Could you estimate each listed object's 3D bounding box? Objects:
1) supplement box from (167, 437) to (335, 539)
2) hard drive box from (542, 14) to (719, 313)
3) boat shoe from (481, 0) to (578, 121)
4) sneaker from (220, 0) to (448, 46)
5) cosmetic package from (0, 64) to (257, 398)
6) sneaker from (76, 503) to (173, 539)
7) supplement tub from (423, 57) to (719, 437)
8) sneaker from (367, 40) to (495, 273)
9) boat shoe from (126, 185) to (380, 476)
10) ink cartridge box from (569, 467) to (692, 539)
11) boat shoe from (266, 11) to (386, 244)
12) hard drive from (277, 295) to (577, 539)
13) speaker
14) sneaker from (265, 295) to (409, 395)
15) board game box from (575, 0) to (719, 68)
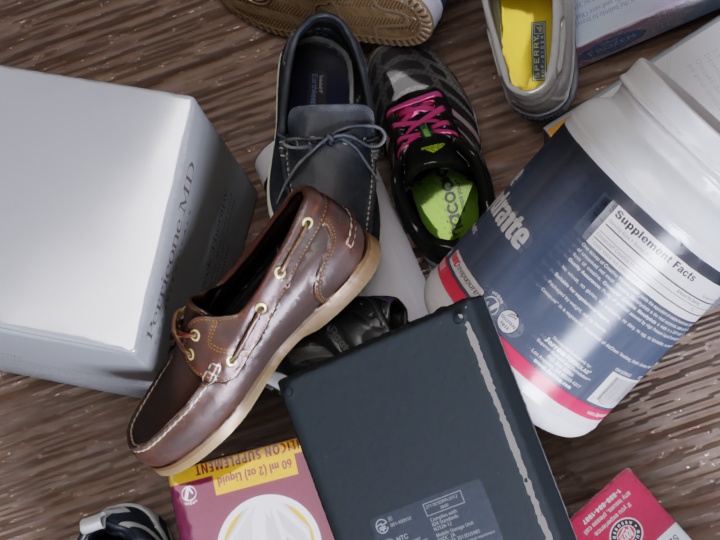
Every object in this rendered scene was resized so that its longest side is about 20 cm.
[{"bbox_3d":[-0.042,0.213,1.023,0.109,0.086,0.202,-15,74,3],"label":"supplement box"},{"bbox_3d":[0.246,-0.077,1.100,0.199,0.077,0.157,-33,74,-2],"label":"hard drive box"},{"bbox_3d":[0.106,-0.208,1.105,0.074,0.086,0.204,-5,81,16],"label":"boat shoe"},{"bbox_3d":[-0.012,-0.226,1.181,0.198,0.070,0.109,15,57,29],"label":"sneaker"},{"bbox_3d":[-0.180,-0.017,1.080,0.165,0.200,0.169,10,78,10],"label":"cosmetic package"},{"bbox_3d":[-0.139,0.242,1.042,0.079,0.130,0.201,-14,74,5],"label":"sneaker"},{"bbox_3d":[0.147,-0.013,0.988,0.140,0.140,0.200,46,105,16],"label":"supplement tub"},{"bbox_3d":[0.051,-0.080,1.122,0.073,0.088,0.202,-17,73,3],"label":"sneaker"},{"bbox_3d":[-0.078,0.033,0.982,0.200,0.070,0.070,-49,37,5],"label":"boat shoe"},{"bbox_3d":[0.173,0.248,0.998,0.145,0.084,0.200,-37,77,-19],"label":"ink cartridge box"},{"bbox_3d":[-0.023,-0.080,1.058,0.074,0.062,0.202,2,61,-10],"label":"boat shoe"},{"bbox_3d":[0.044,0.132,0.946,0.139,0.033,0.202,-24,83,27],"label":"hard drive"},{"bbox_3d":[0.000,0.000,1.113,0.081,0.081,0.202,-23,74,1],"label":"speaker"},{"bbox_3d":[-0.011,0.046,1.035,0.199,0.076,0.088,30,99,23],"label":"sneaker"},{"bbox_3d":[0.205,-0.271,1.142,0.198,0.043,0.201,-21,71,23],"label":"board game box"}]
